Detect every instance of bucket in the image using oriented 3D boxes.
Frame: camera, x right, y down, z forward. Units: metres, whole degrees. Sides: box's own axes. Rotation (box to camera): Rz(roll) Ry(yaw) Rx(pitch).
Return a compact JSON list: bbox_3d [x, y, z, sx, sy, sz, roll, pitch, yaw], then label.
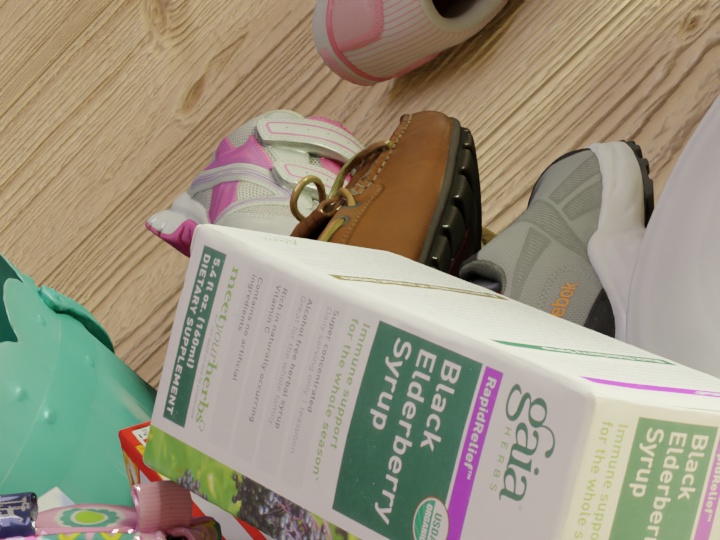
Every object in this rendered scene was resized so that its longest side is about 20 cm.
[{"bbox_3d":[-0.173,0.105,1.221,0.207,0.135,0.208,-39,29,26],"label":"bucket"}]

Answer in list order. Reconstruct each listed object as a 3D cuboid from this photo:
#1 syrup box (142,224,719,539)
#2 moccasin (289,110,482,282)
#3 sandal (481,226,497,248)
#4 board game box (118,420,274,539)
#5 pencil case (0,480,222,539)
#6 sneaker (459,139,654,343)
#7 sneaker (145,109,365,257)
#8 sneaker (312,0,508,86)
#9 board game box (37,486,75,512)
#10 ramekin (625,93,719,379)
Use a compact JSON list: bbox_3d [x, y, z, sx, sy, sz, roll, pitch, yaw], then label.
[{"bbox_3d":[0.026,0.049,0.787,0.200,0.081,0.079,23,102,54],"label":"syrup box"},{"bbox_3d":[0.000,0.001,0.985,0.077,0.074,0.202,2,35,13],"label":"moccasin"},{"bbox_3d":[-0.007,0.049,1.100,0.200,0.054,0.081,-41,29,27],"label":"sandal"},{"bbox_3d":[0.018,0.083,0.929,0.151,0.047,0.200,-17,20,-16],"label":"board game box"},{"bbox_3d":[-0.074,0.169,0.849,0.087,0.087,0.201,-17,75,52],"label":"pencil case"},{"bbox_3d":[0.067,0.003,0.952,0.079,0.074,0.200,-5,15,2],"label":"sneaker"},{"bbox_3d":[-0.030,-0.028,1.209,0.088,0.081,0.200,-56,26,-2],"label":"sneaker"},{"bbox_3d":[0.049,-0.184,1.279,0.104,0.075,0.201,-13,53,59],"label":"sneaker"},{"bbox_3d":[-0.127,0.176,0.944,0.200,0.151,0.037,-33,-26,-42],"label":"board game box"},{"bbox_3d":[0.181,-0.008,0.801,0.202,0.094,0.203,-40,28,27],"label":"ramekin"}]
